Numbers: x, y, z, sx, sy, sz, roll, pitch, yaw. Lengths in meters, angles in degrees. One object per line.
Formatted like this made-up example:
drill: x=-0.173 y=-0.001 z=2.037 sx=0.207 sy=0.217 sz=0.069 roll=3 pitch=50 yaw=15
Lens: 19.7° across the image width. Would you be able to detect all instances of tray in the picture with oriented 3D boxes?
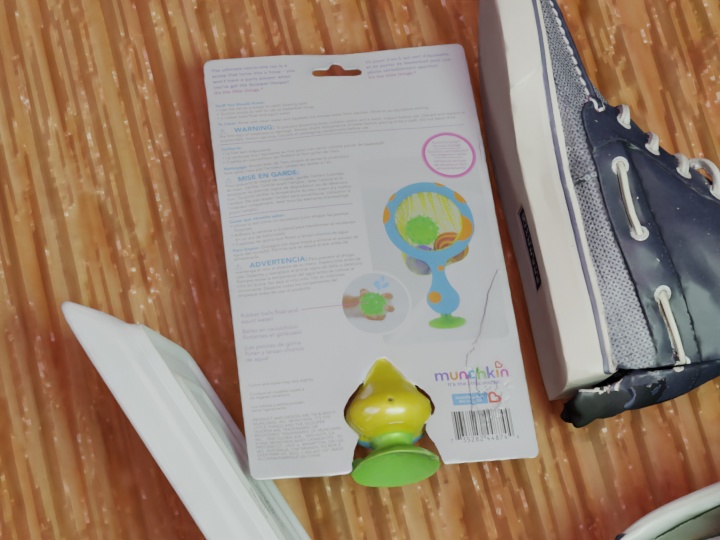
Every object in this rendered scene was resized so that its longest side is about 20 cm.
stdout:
tray: x=-0.044 y=0.096 z=0.813 sx=0.022 sy=0.107 sz=0.200 roll=-36 pitch=73 yaw=3

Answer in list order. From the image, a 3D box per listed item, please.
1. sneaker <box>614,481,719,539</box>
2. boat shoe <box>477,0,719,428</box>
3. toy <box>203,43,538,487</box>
sneaker: x=0.184 y=0.100 z=0.774 sx=0.200 sy=0.071 sz=0.073 roll=-27 pitch=56 yaw=25
boat shoe: x=0.109 y=-0.038 z=0.876 sx=0.092 sy=0.075 sz=0.201 roll=-9 pitch=79 yaw=-7
toy: x=0.000 y=0.000 z=0.870 sx=0.115 sy=0.047 sz=0.200 roll=-4 pitch=57 yaw=-8
